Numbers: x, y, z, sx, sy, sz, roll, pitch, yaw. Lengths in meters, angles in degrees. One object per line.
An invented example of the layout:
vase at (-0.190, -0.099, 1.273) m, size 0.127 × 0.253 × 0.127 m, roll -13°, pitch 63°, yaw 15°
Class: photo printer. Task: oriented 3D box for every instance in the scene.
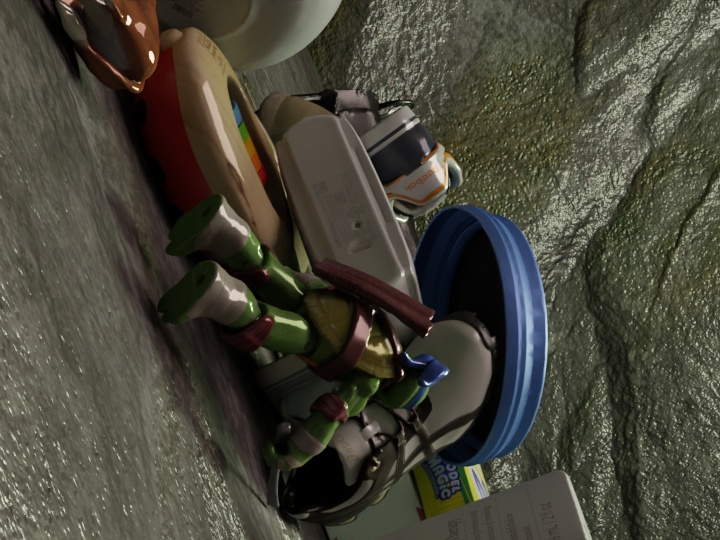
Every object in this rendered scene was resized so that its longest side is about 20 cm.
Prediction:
photo printer at (0.000, 0.000, 1.354) m, size 0.200 × 0.069 × 0.167 m, roll 73°, pitch -5°, yaw -60°

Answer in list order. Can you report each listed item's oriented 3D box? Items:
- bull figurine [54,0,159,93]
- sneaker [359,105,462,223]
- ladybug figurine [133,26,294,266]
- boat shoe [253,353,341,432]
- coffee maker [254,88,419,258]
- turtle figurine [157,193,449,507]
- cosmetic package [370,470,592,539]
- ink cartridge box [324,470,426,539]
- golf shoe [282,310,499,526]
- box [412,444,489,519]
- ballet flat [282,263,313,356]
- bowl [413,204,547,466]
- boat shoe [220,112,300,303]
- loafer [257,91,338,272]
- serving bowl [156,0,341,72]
bull figurine at (-0.176, -0.209, 1.168) m, size 0.122 × 0.065 × 0.201 m, roll 56°, pitch 11°, yaw -53°
sneaker at (0.033, -0.081, 1.436) m, size 0.080 × 0.078 × 0.200 m, roll 53°, pitch 2°, yaw -1°
ladybug figurine at (-0.110, -0.083, 1.293) m, size 0.136 × 0.072 × 0.201 m, roll -92°, pitch 161°, yaw -65°
boat shoe at (-0.033, 0.102, 1.400) m, size 0.072 × 0.070 × 0.201 m, roll 64°, pitch 0°, yaw 12°
coffee maker at (-0.006, -0.068, 1.730) m, size 0.135 × 0.191 × 0.201 m, roll 107°, pitch -34°, yaw -71°
turtle figurine at (-0.063, 0.055, 1.169) m, size 0.194 × 0.200 × 0.144 m, roll 40°, pitch 65°, yaw -30°
cosmetic package at (0.080, 0.263, 1.190) m, size 0.167 × 0.199 × 0.167 m, roll -87°, pitch 156°, yaw -79°
ink cartridge box at (0.023, 0.204, 1.511) m, size 0.200 × 0.083 × 0.145 m, roll -13°, pitch 82°, yaw -84°
golf shoe at (0.021, 0.113, 1.269) m, size 0.078 × 0.200 × 0.094 m, roll 43°, pitch 15°, yaw 15°
box at (0.081, 0.195, 1.440) m, size 0.117 × 0.048 × 0.201 m, roll 62°, pitch 11°, yaw -48°
ballet flat at (-0.041, 0.041, 1.521) m, size 0.069 × 0.069 × 0.201 m, roll -48°, pitch 127°, yaw -85°
bowl at (0.088, 0.050, 1.363) m, size 0.200 × 0.039 × 0.202 m, roll -179°, pitch -90°, yaw -69°
boat shoe at (-0.092, -0.056, 1.398) m, size 0.066 × 0.074 × 0.201 m, roll 72°, pitch -2°, yaw -80°
loafer at (-0.056, -0.049, 1.463) m, size 0.076 × 0.068 × 0.201 m, roll 11°, pitch 82°, yaw -69°
serving bowl at (-0.112, -0.222, 1.297) m, size 0.066 × 0.199 × 0.201 m, roll -70°, pitch 145°, yaw -46°
